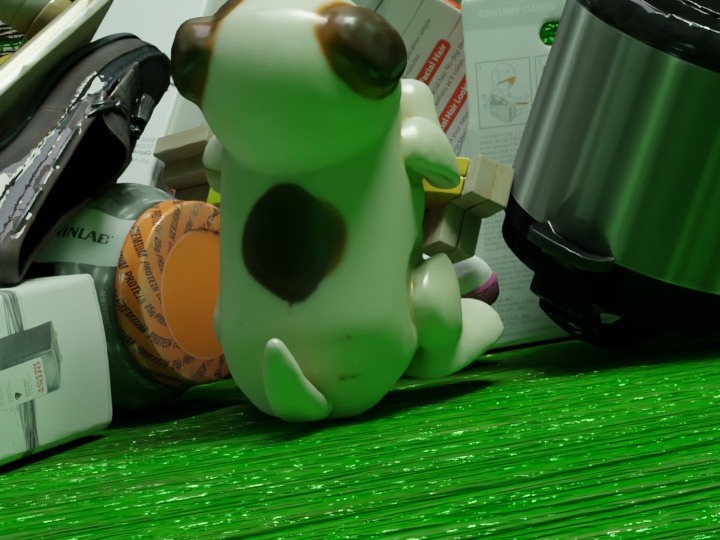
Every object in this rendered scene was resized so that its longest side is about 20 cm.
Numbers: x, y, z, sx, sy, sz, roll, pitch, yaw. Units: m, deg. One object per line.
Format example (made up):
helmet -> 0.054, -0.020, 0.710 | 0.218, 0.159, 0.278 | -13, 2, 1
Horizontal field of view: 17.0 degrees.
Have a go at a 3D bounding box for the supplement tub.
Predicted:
supplement tub -> -0.161, 0.017, 1.296 | 0.200, 0.123, 0.123 | -5, 4, 37

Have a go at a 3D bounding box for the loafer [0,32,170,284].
loafer -> -0.145, -0.051, 1.208 | 0.063, 0.072, 0.200 | 18, 41, 23

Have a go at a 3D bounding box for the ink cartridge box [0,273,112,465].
ink cartridge box -> -0.226, 0.056, 1.131 | 0.146, 0.085, 0.200 | -5, 2, 21

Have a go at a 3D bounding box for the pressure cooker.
pressure cooker -> 0.169, -0.052, 1.272 | 0.176, 0.200, 0.179 | 13, 21, -13

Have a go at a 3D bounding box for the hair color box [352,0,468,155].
hair color box -> 0.050, -0.095, 1.403 | 0.200, 0.111, 0.064 | 28, 10, -25

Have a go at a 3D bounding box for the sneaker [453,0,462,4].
sneaker -> 0.009, -0.122, 1.483 | 0.200, 0.146, 0.081 | -20, 15, -34

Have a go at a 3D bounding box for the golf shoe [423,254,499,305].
golf shoe -> -0.008, -0.017, 1.345 | 0.200, 0.092, 0.075 | 13, 36, 45

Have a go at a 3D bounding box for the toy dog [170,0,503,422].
toy dog -> -0.029, -0.041, 1.158 | 0.140, 0.200, 0.194 | 3, 21, 27

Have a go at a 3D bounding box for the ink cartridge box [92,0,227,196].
ink cartridge box -> -0.112, -0.088, 1.424 | 0.084, 0.200, 0.145 | 4, -30, 20

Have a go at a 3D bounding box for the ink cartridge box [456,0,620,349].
ink cartridge box -> 0.123, -0.063, 1.382 | 0.160, 0.200, 0.047 | -8, 12, -23

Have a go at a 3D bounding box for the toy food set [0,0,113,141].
toy food set -> -0.210, -0.085, 1.237 | 0.200, 0.060, 0.144 | -48, -2, -42

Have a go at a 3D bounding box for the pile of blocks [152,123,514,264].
pile of blocks -> -0.021, -0.036, 1.276 | 0.200, 0.062, 0.082 | 3, -25, 23
